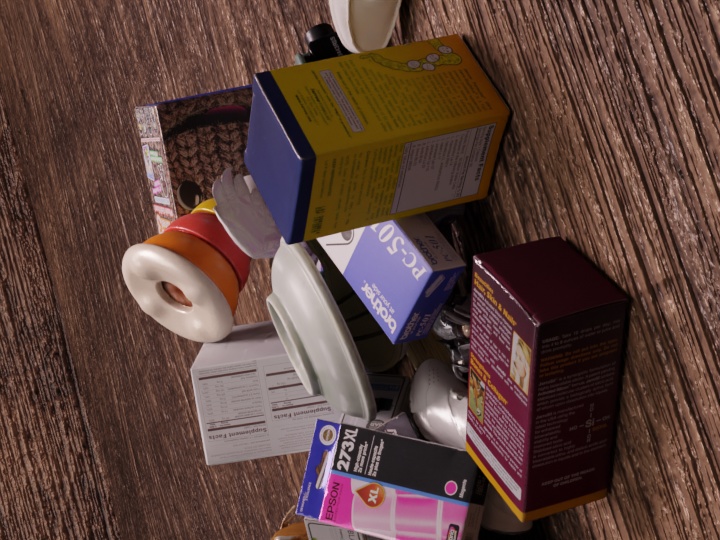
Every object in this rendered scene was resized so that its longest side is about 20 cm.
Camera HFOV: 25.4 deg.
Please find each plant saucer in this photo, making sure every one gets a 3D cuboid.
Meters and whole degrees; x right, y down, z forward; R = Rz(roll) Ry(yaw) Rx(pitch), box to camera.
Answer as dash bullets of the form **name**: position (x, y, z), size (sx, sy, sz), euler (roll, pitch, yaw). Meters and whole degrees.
- **plant saucer**: position (-0.048, 0.064, 1.559), size (0.201, 0.050, 0.200), euler (63, 172, 17)

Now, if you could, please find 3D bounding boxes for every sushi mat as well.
- **sushi mat**: position (0.054, 0.056, 1.641), size (0.096, 0.012, 0.201), euler (100, 150, -47)

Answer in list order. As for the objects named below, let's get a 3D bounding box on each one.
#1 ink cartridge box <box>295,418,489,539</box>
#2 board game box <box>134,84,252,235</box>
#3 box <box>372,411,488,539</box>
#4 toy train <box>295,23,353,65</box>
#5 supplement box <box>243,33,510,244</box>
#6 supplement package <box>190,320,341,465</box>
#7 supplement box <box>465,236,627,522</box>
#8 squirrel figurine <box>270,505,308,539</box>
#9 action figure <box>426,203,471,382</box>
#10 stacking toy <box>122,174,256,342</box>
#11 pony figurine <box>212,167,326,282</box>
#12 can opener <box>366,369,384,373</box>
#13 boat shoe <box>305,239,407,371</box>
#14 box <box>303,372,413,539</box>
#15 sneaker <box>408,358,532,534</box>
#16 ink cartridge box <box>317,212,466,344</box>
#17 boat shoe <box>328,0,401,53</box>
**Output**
- **ink cartridge box**: position (0.023, 0.197, 1.465), size (0.199, 0.037, 0.096), euler (8, 82, 35)
- **board game box**: position (-0.166, -0.112, 1.906), size (0.097, 0.158, 0.202), euler (-169, 67, -67)
- **box**: position (0.086, 0.253, 1.529), size (0.161, 0.049, 0.201), euler (50, -168, -55)
- **toy train**: position (-0.005, -0.147, 1.587), size (0.114, 0.085, 0.201), euler (82, 164, -70)
- **supplement box**: position (0.012, -0.116, 1.387), size (0.109, 0.198, 0.110), euler (103, 146, -48)
- **supplement package**: position (-0.095, 0.128, 1.786), size (0.200, 0.154, 0.112), euler (-85, -14, -80)
- **supplement box**: position (0.149, 0.089, 1.315), size (0.110, 0.085, 0.201), euler (-130, 33, -51)
- **squirrel figurine**: position (-0.001, 0.298, 1.684), size (0.200, 0.185, 0.143), euler (-138, 40, -56)
- **action figure**: position (0.073, 0.008, 1.493), size (0.130, 0.069, 0.202), euler (-9, 97, 64)
- **stacking toy**: position (-0.163, -0.031, 1.813), size (0.145, 0.200, 0.147), euler (25, 147, 18)
- **pony figurine**: position (-0.059, -0.038, 1.722), size (0.194, 0.166, 0.200), euler (60, 167, 2)
- **can opener**: position (0.010, 0.083, 1.689), size (0.078, 0.063, 0.200), euler (38, 160, 19)
- **boat shoe**: position (0.000, 0.000, 1.576), size (0.074, 0.068, 0.201), euler (-24, 85, 25)
- **box**: position (0.006, 0.214, 1.613), size (0.201, 0.060, 0.117), euler (-70, -23, -43)
- **sneaker**: position (0.115, 0.149, 1.489), size (0.200, 0.074, 0.088), euler (53, 135, 37)
- **ink cartridge box**: position (0.010, -0.038, 1.459), size (0.200, 0.044, 0.094), euler (53, 134, 30)
- **boat shoe**: position (0.015, -0.281, 1.462), size (0.069, 0.070, 0.201), euler (-126, 32, -49)
